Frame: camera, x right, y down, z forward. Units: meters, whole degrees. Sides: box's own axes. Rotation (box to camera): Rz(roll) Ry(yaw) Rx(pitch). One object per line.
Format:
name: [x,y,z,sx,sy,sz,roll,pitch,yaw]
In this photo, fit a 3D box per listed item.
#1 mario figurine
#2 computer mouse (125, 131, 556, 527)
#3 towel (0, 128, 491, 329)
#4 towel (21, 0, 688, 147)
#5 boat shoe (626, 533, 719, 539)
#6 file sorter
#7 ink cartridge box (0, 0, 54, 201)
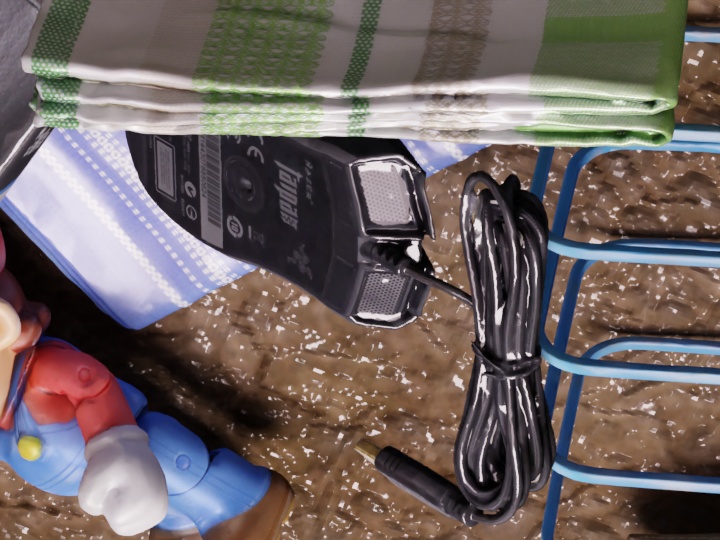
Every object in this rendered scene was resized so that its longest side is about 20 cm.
mario figurine: [-0.130,0.064,1.026,0.200,0.106,0.123,37,127,-19]
computer mouse: [0.000,0.000,0.916,0.200,0.046,0.141,25,131,41]
towel: [-0.052,-0.063,0.963,0.200,0.024,0.145,-27,119,28]
towel: [0.003,-0.107,0.836,0.199,0.150,0.031,2,150,13]
boat shoe: [0.191,0.098,1.021,0.199,0.072,0.065,-3,91,19]
file sorter: [0.122,-0.005,0.903,0.122,0.139,0.201,3,128,12]
ink cartridge box: [-0.208,-0.074,0.922,0.200,0.047,0.198,39,118,-1]
